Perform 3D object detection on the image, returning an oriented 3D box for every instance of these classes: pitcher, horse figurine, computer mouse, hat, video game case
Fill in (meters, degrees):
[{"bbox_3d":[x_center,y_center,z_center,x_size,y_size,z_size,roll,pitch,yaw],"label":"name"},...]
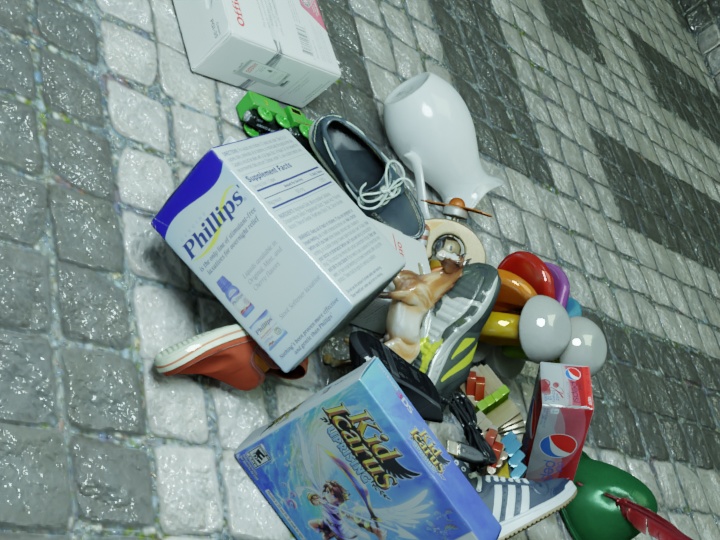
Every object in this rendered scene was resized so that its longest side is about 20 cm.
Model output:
[{"bbox_3d":[0.105,-0.162,1.519,0.202,0.120,0.172,57,46,-21],"label":"pitcher"},{"bbox_3d":[0.036,0.060,1.208,0.131,0.204,0.050,13,8,-36],"label":"horse figurine"},{"bbox_3d":[0.060,0.151,1.142,0.199,0.046,0.141,34,17,-30],"label":"computer mouse"},{"bbox_3d":[0.375,0.294,1.420,0.165,0.175,0.202,-15,74,-56],"label":"hat"},{"bbox_3d":[0.004,0.206,0.998,0.201,0.180,0.045,53,33,-5],"label":"video game case"}]

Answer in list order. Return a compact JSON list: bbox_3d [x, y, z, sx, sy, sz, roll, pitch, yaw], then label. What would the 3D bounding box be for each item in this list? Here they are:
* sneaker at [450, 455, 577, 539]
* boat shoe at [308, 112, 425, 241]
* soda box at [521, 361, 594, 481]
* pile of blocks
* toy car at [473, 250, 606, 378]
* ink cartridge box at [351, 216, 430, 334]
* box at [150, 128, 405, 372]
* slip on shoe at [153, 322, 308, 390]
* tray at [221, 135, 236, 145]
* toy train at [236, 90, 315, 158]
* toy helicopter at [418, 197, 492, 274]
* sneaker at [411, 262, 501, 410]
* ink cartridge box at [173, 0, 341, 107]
[{"bbox_3d":[0.148,0.249,1.206,0.197,0.070,0.110,-20,72,-26],"label":"sneaker"},{"bbox_3d":[0.015,-0.112,1.317,0.201,0.075,0.062,53,-9,-14],"label":"boat shoe"},{"bbox_3d":[0.235,0.204,1.304,0.062,0.202,0.071,4,45,2],"label":"soda box"},{"bbox_3d":[0.167,0.199,1.295,0.062,0.080,0.203,87,-7,-61],"label":"pile of blocks"},{"bbox_3d":[0.218,0.057,1.386,0.198,0.173,0.153,25,70,-42],"label":"toy car"},{"bbox_3d":[0.000,0.000,1.271,0.198,0.067,0.117,22,48,-42],"label":"ink cartridge box"},{"bbox_3d":[-0.076,-0.027,1.068,0.200,0.105,0.184,48,22,4],"label":"box"},{"bbox_3d":[-0.117,0.087,1.046,0.198,0.073,0.062,0,74,-54],"label":"slip on shoe"},{"bbox_3d":[-0.144,-0.059,1.173,0.107,0.022,0.201,45,35,-18],"label":"tray"},{"bbox_3d":[-0.075,-0.175,1.348,0.198,0.042,0.057,17,39,-46],"label":"toy train"},{"bbox_3d":[0.082,-0.059,1.391,0.199,0.133,0.079,40,3,4],"label":"toy helicopter"},{"bbox_3d":[0.106,0.083,1.269,0.074,0.202,0.084,35,1,40],"label":"sneaker"},{"bbox_3d":[-0.132,-0.306,1.339,0.198,0.082,0.149,10,55,-49],"label":"ink cartridge box"}]
